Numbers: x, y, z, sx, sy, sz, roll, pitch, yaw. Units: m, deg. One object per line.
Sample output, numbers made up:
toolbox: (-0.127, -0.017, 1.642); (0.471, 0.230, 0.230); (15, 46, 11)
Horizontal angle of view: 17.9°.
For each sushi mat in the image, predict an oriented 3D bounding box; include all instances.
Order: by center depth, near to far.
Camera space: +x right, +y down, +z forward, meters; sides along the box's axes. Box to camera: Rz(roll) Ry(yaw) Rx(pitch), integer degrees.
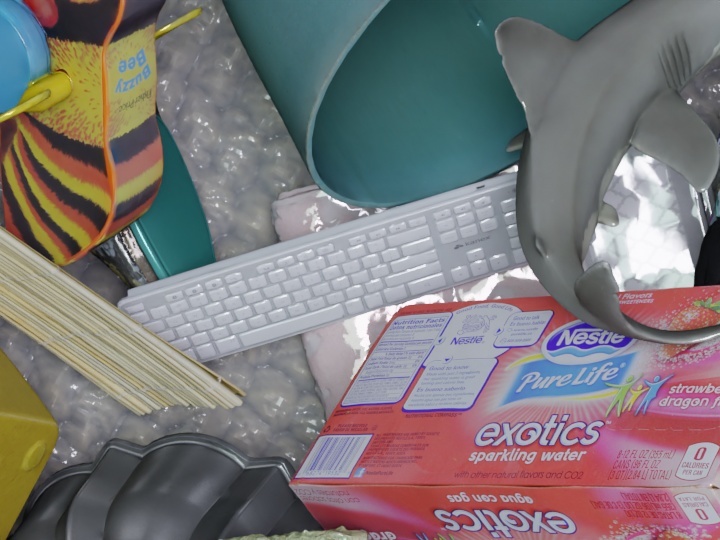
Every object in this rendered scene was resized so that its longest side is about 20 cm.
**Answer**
sushi mat: (-0.144, 0.004, 0.935); (0.200, 0.096, 0.012); (37, 65, -24)

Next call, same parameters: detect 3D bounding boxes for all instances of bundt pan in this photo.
bundt pan: (-0.079, 0.174, 0.949); (0.201, 0.076, 0.202); (5, 107, 16)

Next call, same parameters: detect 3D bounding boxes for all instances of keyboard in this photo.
keyboard: (0.000, 0.000, 0.961); (0.200, 0.056, 0.011); (-17, 47, 2)

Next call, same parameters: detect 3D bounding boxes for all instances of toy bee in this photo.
toy bee: (-0.110, -0.094, 0.879); (0.108, 0.200, 0.131); (3, 45, 32)

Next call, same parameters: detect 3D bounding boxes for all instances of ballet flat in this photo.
ballet flat: (-0.121, -0.067, 0.997); (0.072, 0.072, 0.201); (-19, 89, 3)

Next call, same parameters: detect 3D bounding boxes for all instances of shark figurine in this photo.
shark figurine: (0.079, -0.050, 0.862); (0.128, 0.215, 0.090); (-16, 128, 33)

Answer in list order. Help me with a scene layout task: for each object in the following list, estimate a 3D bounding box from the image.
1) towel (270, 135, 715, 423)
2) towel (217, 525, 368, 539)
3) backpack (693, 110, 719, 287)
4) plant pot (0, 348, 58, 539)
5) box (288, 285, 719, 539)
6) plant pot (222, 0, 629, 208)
towel: (0.075, 0.041, 0.995); (0.191, 0.032, 0.201); (-14, 88, 3)
towel: (-0.075, 0.174, 0.876); (0.199, 0.036, 0.149); (-3, 104, 3)
backpack: (0.225, -0.062, 0.917); (0.167, 0.127, 0.200); (8, 70, 25)
plant pot: (-0.242, 0.073, 0.905); (0.176, 0.200, 0.200); (29, 91, 21)
box: (0.088, 0.074, 0.867); (0.095, 0.200, 0.103); (54, 50, -30)
plant pot: (0.025, -0.152, 0.922); (0.200, 0.201, 0.161); (-35, 67, 2)
